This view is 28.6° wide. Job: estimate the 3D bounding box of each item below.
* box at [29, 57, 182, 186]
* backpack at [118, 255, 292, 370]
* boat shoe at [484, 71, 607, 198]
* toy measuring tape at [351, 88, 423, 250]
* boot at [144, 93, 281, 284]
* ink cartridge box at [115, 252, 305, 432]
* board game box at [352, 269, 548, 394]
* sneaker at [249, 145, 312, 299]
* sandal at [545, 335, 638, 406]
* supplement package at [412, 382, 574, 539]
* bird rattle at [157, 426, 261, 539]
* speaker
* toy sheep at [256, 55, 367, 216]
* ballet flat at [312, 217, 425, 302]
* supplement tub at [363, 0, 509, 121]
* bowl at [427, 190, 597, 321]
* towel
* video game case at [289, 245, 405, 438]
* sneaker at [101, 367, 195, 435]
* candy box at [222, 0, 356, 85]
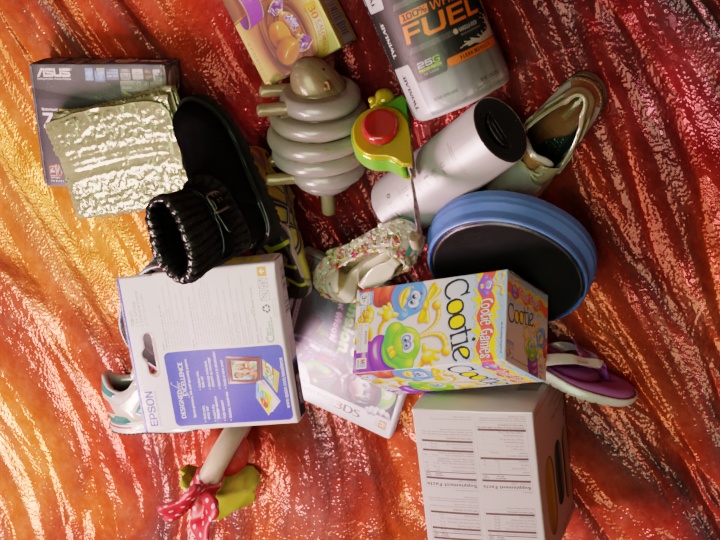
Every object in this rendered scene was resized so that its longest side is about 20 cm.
[{"bbox_3d":[-0.318,-0.187,1.801,0.197,0.049,0.164,4,108,20],"label":"box"},{"bbox_3d":[-0.197,0.059,1.778,0.198,0.151,0.178,30,125,-3],"label":"backpack"},{"bbox_3d":[0.199,-0.136,1.595,0.074,0.068,0.201,36,118,6],"label":"boat shoe"},{"bbox_3d":[0.027,-0.114,1.576,0.073,0.073,0.203,-19,62,27],"label":"toy measuring tape"},{"bbox_3d":[-0.194,-0.098,1.631,0.079,0.157,0.213,-40,77,45],"label":"boot"},{"bbox_3d":[-0.176,0.088,1.683,0.197,0.047,0.201,-4,105,15],"label":"ink cartridge box"},{"bbox_3d":[0.102,0.074,1.608,0.198,0.104,0.105,-9,68,33],"label":"board game box"},{"bbox_3d":[-0.102,-0.063,1.735,0.075,0.076,0.202,-15,101,47],"label":"sneaker"},{"bbox_3d":[0.234,0.100,1.656,0.200,0.082,0.050,24,116,9],"label":"sandal"},{"bbox_3d":[0.163,0.229,1.696,0.148,0.152,0.203,-1,109,22],"label":"supplement package"},{"bbox_3d":[-0.194,0.256,1.841,0.112,0.200,0.165,27,93,10],"label":"bird rattle"},{"bbox_3d":[0.098,-0.115,1.607,0.082,0.081,0.199,52,136,-2],"label":"speaker"},{"bbox_3d":[-0.050,-0.156,1.659,0.136,0.138,0.202,8,127,19],"label":"toy sheep"},{"bbox_3d":[0.000,0.000,1.671,0.075,0.065,0.200,32,141,-19],"label":"ballet flat"},{"bbox_3d":[0.076,-0.279,1.563,0.121,0.123,0.202,-20,101,27],"label":"supplement tub"},{"bbox_3d":[0.170,-0.009,1.614,0.198,0.040,0.202,12,144,9],"label":"bowl"},{"bbox_3d":[-0.290,-0.143,1.760,0.197,0.037,0.150,-10,106,22],"label":"towel"},{"bbox_3d":[-0.015,0.092,1.793,0.180,0.023,0.202,23,116,13],"label":"video game case"},{"bbox_3d":[-0.265,0.163,1.894,0.197,0.070,0.095,-7,112,27],"label":"sneaker"},{"bbox_3d":[-0.102,-0.333,1.656,0.116,0.056,0.202,-22,100,27],"label":"candy box"}]
